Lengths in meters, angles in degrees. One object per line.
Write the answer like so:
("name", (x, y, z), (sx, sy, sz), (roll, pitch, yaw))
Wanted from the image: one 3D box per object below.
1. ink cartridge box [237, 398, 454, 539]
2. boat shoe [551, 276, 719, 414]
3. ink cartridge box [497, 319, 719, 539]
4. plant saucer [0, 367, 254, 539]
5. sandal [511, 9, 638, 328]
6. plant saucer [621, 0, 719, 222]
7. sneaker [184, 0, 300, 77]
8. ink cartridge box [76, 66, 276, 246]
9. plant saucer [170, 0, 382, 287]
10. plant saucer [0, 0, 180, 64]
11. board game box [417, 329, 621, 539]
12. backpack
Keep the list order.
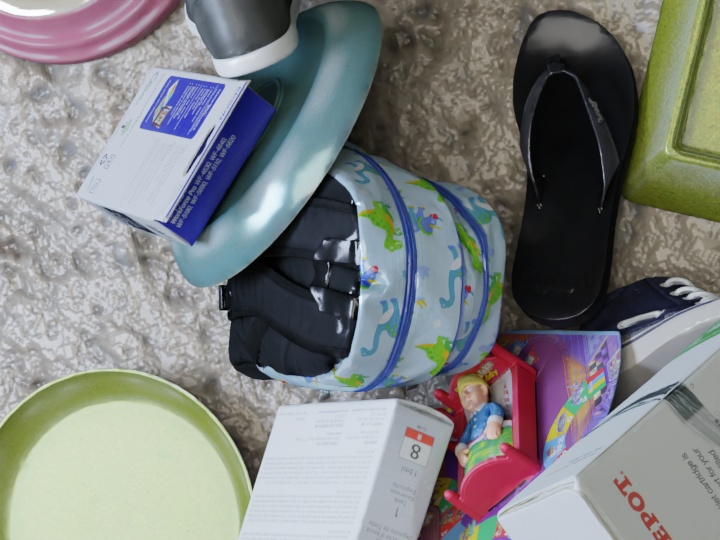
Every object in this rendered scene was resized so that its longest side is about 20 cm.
("ink cartridge box", (-0.024, 0.176, 1.677), (0.050, 0.162, 0.201), (20, 78, -24))
("boat shoe", (0.194, 0.032, 1.640), (0.200, 0.093, 0.075), (-23, 124, 37))
("ink cartridge box", (0.190, 0.123, 1.482), (0.147, 0.200, 0.083), (55, 145, -1))
("plant saucer", (-0.154, 0.162, 1.795), (0.199, 0.031, 0.201), (-1, 87, 18))
("sandal", (0.126, -0.067, 1.697), (0.076, 0.043, 0.201), (-5, 70, 16))
("plant saucer", (0.265, -0.118, 1.677), (0.199, 0.048, 0.201), (14, 93, 16))
("sneaker", (-0.082, -0.188, 1.697), (0.071, 0.200, 0.099), (-19, 109, -1))
("ink cartridge box", (-0.108, -0.069, 1.700), (0.039, 0.200, 0.100), (33, 85, -20))
("plant saucer", (-0.058, -0.082, 1.700), (0.027, 0.200, 0.200), (32, 99, -21))
("plant saucer", (-0.196, -0.233, 1.810), (0.200, 0.051, 0.201), (0, 89, 17))
("board game box", (0.069, 0.093, 1.655), (0.039, 0.200, 0.158), (35, 75, -21))
("backpack", (0.000, 0.000, 1.675), (0.153, 0.200, 0.164), (9, 90, -8))
